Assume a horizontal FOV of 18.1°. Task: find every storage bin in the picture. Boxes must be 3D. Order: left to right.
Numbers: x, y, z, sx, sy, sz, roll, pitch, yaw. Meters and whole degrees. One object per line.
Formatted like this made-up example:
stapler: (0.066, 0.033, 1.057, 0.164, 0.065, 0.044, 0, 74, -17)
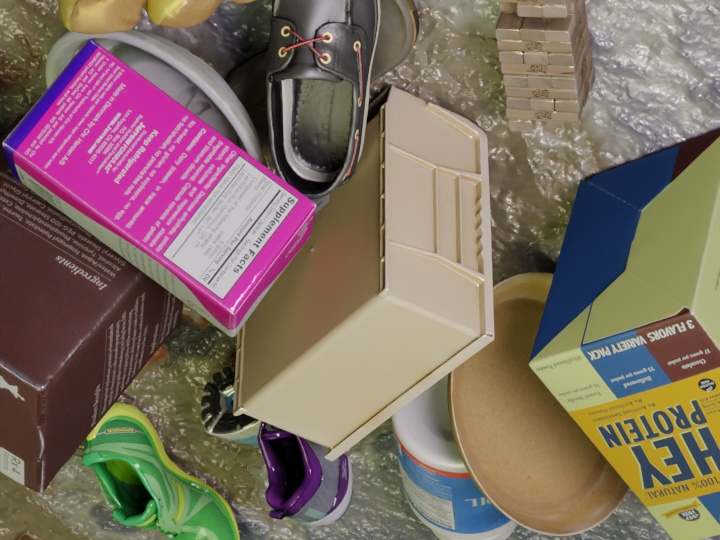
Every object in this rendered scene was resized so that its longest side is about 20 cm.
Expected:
storage bin: (0.000, 0.000, 1.667, 0.094, 0.199, 0.200, 22, 139, -26)

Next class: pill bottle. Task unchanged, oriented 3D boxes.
pill bottle: (0.087, 0.149, 1.819, 0.112, 0.112, 0.200, 9, 153, 12)

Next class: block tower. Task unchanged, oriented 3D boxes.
block tower: (0.121, -0.188, 1.538, 0.058, 0.054, 0.200, 5, 134, 17)

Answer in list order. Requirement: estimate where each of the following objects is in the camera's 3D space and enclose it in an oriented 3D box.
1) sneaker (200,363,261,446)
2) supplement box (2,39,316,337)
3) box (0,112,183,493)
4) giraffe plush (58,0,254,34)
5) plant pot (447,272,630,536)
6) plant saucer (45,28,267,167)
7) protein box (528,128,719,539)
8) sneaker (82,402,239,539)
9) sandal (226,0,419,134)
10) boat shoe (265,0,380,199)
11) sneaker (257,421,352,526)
sneaker: (-0.029, 0.102, 1.876, 0.200, 0.078, 0.090, -12, 153, 23)
supplement box: (-0.140, -0.055, 1.593, 0.200, 0.103, 0.101, 38, 169, 3)
box: (-0.251, 0.024, 1.737, 0.164, 0.200, 0.166, 31, 147, 11)
giraffe plush: (-0.154, -0.272, 1.513, 0.200, 0.172, 0.162, 34, 136, 38)
plant pot: (0.137, 0.102, 1.716, 0.200, 0.200, 0.027, 44, 147, -22)
plant saucer: (-0.142, -0.114, 1.688, 0.200, 0.050, 0.200, 25, 145, 19)
protein box: (0.245, 0.047, 1.615, 0.135, 0.199, 0.200, -20, 124, 34)
sneaker: (-0.185, 0.205, 2.009, 0.074, 0.084, 0.200, -20, 123, 34)
sandal: (-0.033, -0.147, 1.633, 0.082, 0.055, 0.200, 42, 132, -21)
boat shoe: (-0.028, -0.148, 1.563, 0.074, 0.063, 0.202, 5, 113, 11)
sneaker: (-0.045, 0.099, 1.777, 0.074, 0.200, 0.088, -9, 169, 23)
